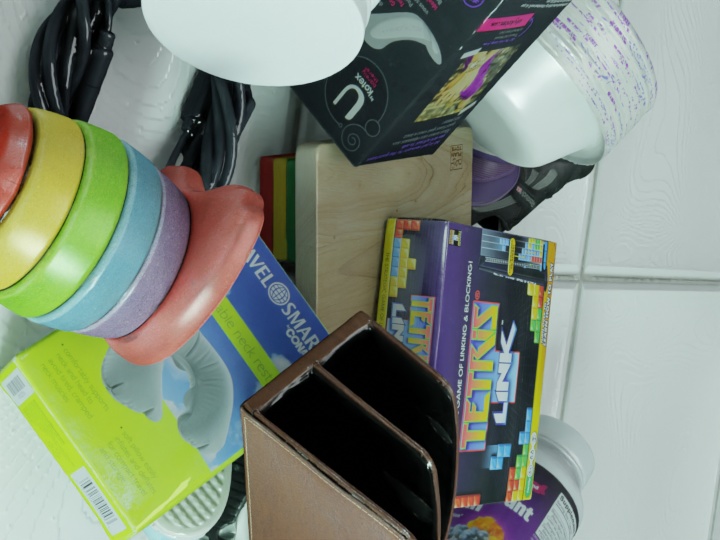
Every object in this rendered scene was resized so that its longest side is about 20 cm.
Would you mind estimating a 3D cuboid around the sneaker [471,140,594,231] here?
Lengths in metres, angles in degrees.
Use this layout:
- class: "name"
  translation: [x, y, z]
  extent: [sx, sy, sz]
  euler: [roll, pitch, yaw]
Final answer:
- class: "sneaker"
  translation: [0.128, -0.078, 1.235]
  extent: [0.199, 0.076, 0.088]
  euler: [-2, 115, -52]

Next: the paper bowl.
- class: "paper bowl"
  translation: [0.113, -0.156, 1.066]
  extent: [0.104, 0.200, 0.201]
  euler: [-46, 138, -9]

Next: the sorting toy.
- class: "sorting toy"
  translation: [0.000, 0.000, 1.044]
  extent: [0.200, 0.069, 0.200]
  euler: [-14, 108, -54]

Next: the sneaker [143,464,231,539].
- class: "sneaker"
  translation: [-0.112, 0.080, 0.924]
  extent: [0.074, 0.082, 0.201]
  euler: [19, 62, -15]

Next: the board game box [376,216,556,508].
- class: "board game box"
  translation: [0.075, 0.069, 1.050]
  extent: [0.165, 0.056, 0.201]
  euler: [6, 89, -57]

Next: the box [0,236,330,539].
- class: "box"
  translation: [-0.099, 0.054, 0.861]
  extent: [0.200, 0.048, 0.122]
  euler: [-36, 91, -34]

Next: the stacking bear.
- class: "stacking bear"
  translation: [-0.170, -0.039, 0.735]
  extent: [0.199, 0.121, 0.114]
  euler: [30, 85, -35]

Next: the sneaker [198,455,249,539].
- class: "sneaker"
  translation: [-0.080, 0.160, 0.977]
  extent: [0.088, 0.074, 0.201]
  euler: [20, 90, -58]

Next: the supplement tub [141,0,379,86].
- class: "supplement tub"
  translation: [-0.047, -0.222, 0.817]
  extent: [0.145, 0.144, 0.201]
  euler: [44, 45, -51]

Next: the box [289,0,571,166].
- class: "box"
  translation: [0.046, -0.180, 0.935]
  extent: [0.200, 0.122, 0.106]
  euler: [-46, 164, 30]

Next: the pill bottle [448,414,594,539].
- class: "pill bottle"
  translation: [0.126, 0.220, 1.254]
  extent: [0.200, 0.111, 0.112]
  euler: [-49, 135, -38]

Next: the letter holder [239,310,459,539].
- class: "letter holder"
  translation: [0.014, 0.152, 0.864]
  extent: [0.100, 0.142, 0.201]
  euler: [-37, 148, -29]

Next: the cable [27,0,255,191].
- class: "cable"
  translation: [-0.126, -0.106, 0.852]
  extent: [0.201, 0.051, 0.163]
  euler: [-62, 142, -24]
